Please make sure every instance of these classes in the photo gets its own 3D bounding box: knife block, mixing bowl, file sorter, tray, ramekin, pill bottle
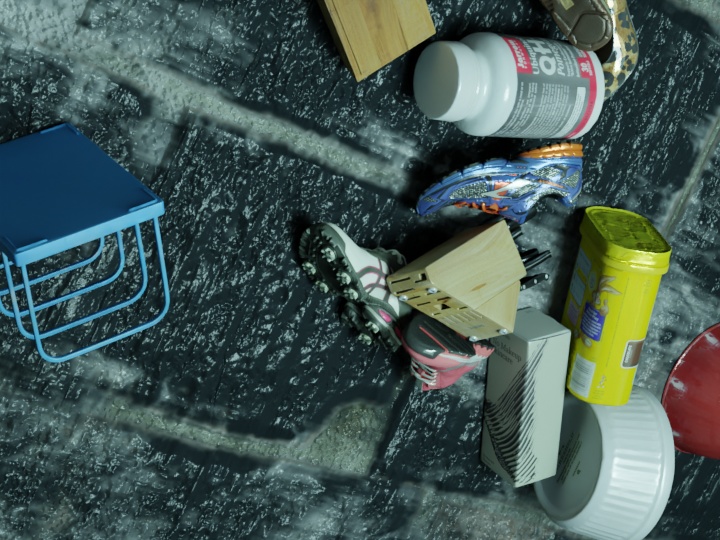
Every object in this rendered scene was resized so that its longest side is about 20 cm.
[{"bbox_3d":[0.129,-0.021,1.767,0.199,0.064,0.177,29,59,-36],"label":"knife block"},{"bbox_3d":[0.515,0.181,2.148,0.199,0.108,0.202,-15,119,-29],"label":"mixing bowl"},{"bbox_3d":[-0.273,-0.026,1.419,0.138,0.200,0.124,-22,125,-26],"label":"file sorter"},{"bbox_3d":[0.006,-0.281,1.557,0.098,0.037,0.200,-33,145,-5],"label":"tray"},{"bbox_3d":[0.292,0.237,1.961,0.093,0.202,0.204,10,106,-26],"label":"ramekin"},{"bbox_3d":[0.158,-0.199,1.707,0.199,0.111,0.112,-1,112,-36],"label":"pill bottle"}]

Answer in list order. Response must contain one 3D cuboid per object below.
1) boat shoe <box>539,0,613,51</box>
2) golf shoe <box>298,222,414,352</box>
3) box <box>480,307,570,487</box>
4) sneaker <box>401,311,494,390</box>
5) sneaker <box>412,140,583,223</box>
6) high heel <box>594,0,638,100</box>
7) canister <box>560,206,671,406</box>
[{"bbox_3d":[0.204,-0.331,1.706,0.074,0.075,0.203,-24,108,17],"label":"boat shoe"},{"bbox_3d":[0.000,0.000,1.723,0.088,0.077,0.200,-56,139,-21],"label":"golf shoe"},{"bbox_3d":[0.199,0.154,1.924,0.068,0.082,0.202,-12,116,-30],"label":"box"},{"bbox_3d":[0.089,0.104,1.792,0.087,0.074,0.200,-52,159,12],"label":"sneaker"},{"bbox_3d":[0.155,-0.087,1.741,0.198,0.075,0.079,-14,92,-1],"label":"sneaker"},{"bbox_3d":[0.255,-0.284,1.776,0.142,0.071,0.201,24,97,-31],"label":"high heel"},{"bbox_3d":[0.297,0.043,1.900,0.086,0.149,0.202,7,111,-11],"label":"canister"}]
